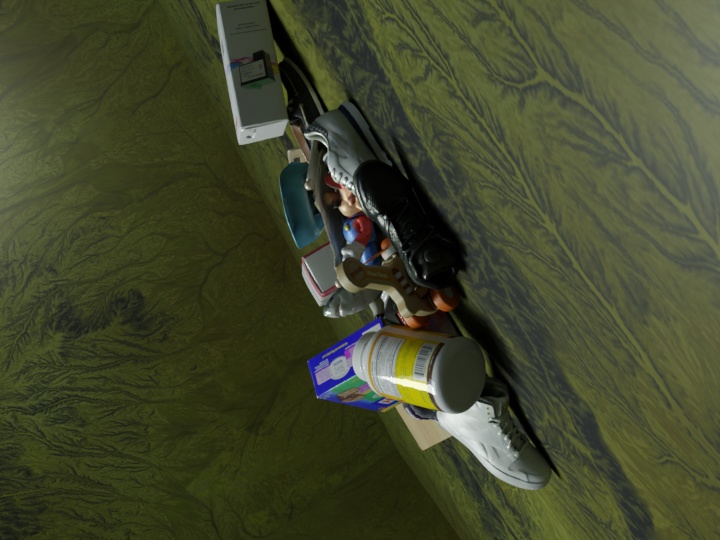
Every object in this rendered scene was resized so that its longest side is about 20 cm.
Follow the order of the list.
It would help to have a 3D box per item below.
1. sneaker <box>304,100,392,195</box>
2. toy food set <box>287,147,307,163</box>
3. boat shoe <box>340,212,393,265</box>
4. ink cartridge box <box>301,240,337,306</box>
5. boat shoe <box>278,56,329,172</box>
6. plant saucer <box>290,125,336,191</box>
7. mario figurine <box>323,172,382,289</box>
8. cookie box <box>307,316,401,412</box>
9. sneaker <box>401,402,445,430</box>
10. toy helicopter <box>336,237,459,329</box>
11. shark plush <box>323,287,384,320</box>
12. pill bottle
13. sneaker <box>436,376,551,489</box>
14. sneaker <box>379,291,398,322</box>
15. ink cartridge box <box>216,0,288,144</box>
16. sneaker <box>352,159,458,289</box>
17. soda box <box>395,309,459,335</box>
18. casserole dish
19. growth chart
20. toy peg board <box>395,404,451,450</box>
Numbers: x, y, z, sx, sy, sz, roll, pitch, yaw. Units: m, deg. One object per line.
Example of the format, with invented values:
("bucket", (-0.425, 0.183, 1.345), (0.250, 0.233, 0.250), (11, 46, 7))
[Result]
("sneaker", (0.002, -0.136, 1.296), (0.202, 0.080, 0.076), (56, 171, 10))
("toy food set", (-0.087, -0.148, 1.906), (0.202, 0.060, 0.144), (59, 172, 9))
("boat shoe", (0.004, -0.081, 1.537), (0.201, 0.074, 0.076), (32, 152, 46))
("ink cartridge box", (-0.035, -0.010, 1.766), (0.084, 0.145, 0.200), (58, 172, 5))
("boat shoe", (-0.090, -0.252, 1.515), (0.202, 0.060, 0.074), (59, 174, 1))
("plant saucer", (-0.065, -0.200, 1.660), (0.202, 0.034, 0.201), (57, 172, 13))
("mario figurine", (-0.020, -0.076, 1.409), (0.123, 0.105, 0.203), (24, 132, 46))
("cookie box", (0.038, 0.166, 1.586), (0.199, 0.170, 0.076), (21, -135, -50))
("sneaker", (0.145, 0.217, 1.551), (0.199, 0.086, 0.076), (30, -123, -51))
("toy helicopter", (0.043, 0.003, 1.302), (0.198, 0.079, 0.134), (7, -121, -44))
("shark plush", (0.000, 0.000, 1.556), (0.091, 0.082, 0.202), (51, -140, -35))
("pill bottle", (0.080, 0.141, 1.363), (0.198, 0.109, 0.110), (7, 133, 48))
("sneaker", (0.209, 0.235, 1.375), (0.199, 0.074, 0.116), (34, 139, 15))
("sneaker", (0.045, 0.039, 1.705), (0.112, 0.072, 0.201), (54, 172, 25))
("ink cartridge box", (-0.177, -0.322, 1.511), (0.145, 0.082, 0.204), (169, 90, -82))
("sneaker", (0.067, -0.056, 1.204), (0.201, 0.076, 0.114), (58, 171, -18))
("soda box", (0.135, 0.135, 1.496), (0.202, 0.069, 0.063), (59, 175, 6))
("casserole dish", (-0.085, -0.108, 1.451), (0.200, 0.038, 0.123), (-73, -30, -75))
("growth chart", (-0.049, -0.095, 1.443), (0.146, 0.017, 0.202), (-82, -21, -56))
("toy peg board", (0.139, 0.240, 1.888), (0.202, 0.097, 0.199), (57, 157, 9))
